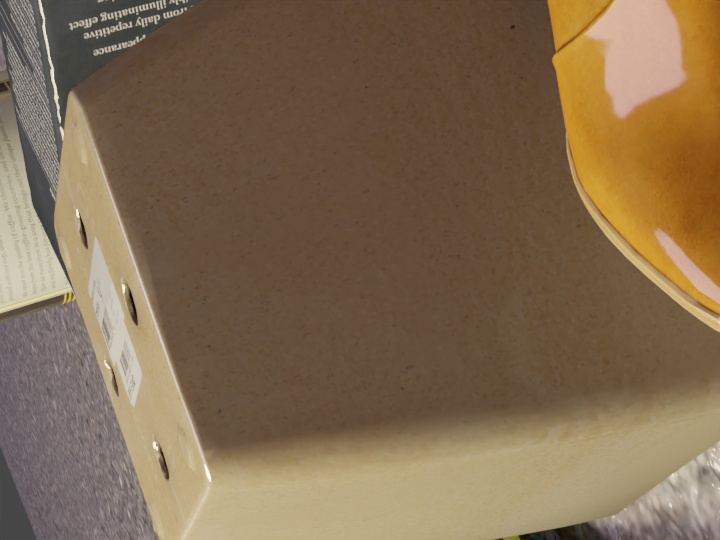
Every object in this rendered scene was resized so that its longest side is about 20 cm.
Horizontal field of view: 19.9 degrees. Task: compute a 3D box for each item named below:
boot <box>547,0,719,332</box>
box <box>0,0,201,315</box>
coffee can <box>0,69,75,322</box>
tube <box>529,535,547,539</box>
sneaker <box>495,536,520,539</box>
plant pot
[{"bbox_3d":[0.081,-0.091,0.518,0.144,0.070,0.202,87,164,-48],"label":"boot"},{"bbox_3d":[-0.077,-0.094,0.919,0.107,0.148,0.201,-123,23,-46],"label":"box"},{"bbox_3d":[-0.182,-0.053,1.223,0.146,0.199,0.147,163,90,-75],"label":"coffee can"},{"bbox_3d":[0.096,0.136,0.769,0.200,0.050,0.078,135,128,-79],"label":"tube"},{"bbox_3d":[0.033,0.129,0.899,0.200,0.078,0.091,102,171,-66],"label":"sneaker"},{"bbox_3d":[0.000,0.000,0.702,0.200,0.176,0.201,120,131,-69],"label":"plant pot"}]
